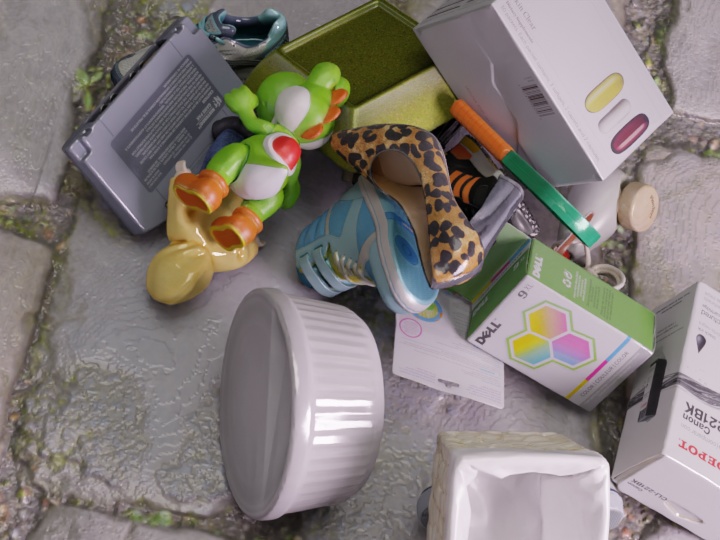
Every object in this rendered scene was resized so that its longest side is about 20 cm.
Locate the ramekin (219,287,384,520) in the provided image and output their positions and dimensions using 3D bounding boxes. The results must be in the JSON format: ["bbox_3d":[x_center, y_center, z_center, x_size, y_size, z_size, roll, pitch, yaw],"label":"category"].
[{"bbox_3d":[-0.051,0.117,1.369,0.093,0.203,0.204,3,56,-22],"label":"ramekin"}]

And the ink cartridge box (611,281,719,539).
[{"bbox_3d":[0.332,0.137,1.470,0.143,0.084,0.201,30,56,-14],"label":"ink cartridge box"}]

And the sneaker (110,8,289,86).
[{"bbox_3d":[-0.167,-0.234,1.633,0.198,0.087,0.078,-16,60,-20],"label":"sneaker"}]

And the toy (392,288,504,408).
[{"bbox_3d":[0.080,0.049,1.517,0.114,0.047,0.201,18,47,-13],"label":"toy"}]

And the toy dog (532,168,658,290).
[{"bbox_3d":[0.214,-0.057,1.564,0.131,0.097,0.200,-1,35,31],"label":"toy dog"}]

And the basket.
[{"bbox_3d":[0.124,0.238,1.312,0.134,0.123,0.203,2,97,-10],"label":"basket"}]

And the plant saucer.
[{"bbox_3d":[0.008,-0.205,1.595,0.199,0.048,0.199,-30,48,-23],"label":"plant saucer"}]

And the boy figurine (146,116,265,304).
[{"bbox_3d":[-0.143,-0.047,1.521,0.124,0.064,0.202,39,61,-33],"label":"boy figurine"}]

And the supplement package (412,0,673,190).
[{"bbox_3d":[0.176,-0.194,1.511,0.111,0.155,0.201,-42,107,-21],"label":"supplement package"}]

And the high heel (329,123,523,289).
[{"bbox_3d":[0.033,-0.061,1.414,0.198,0.072,0.143,22,50,20],"label":"high heel"}]

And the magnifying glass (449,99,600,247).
[{"bbox_3d":[0.157,-0.095,1.498,0.022,0.080,0.200,-46,65,4],"label":"magnifying glass"}]

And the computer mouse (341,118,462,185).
[{"bbox_3d":[0.008,-0.144,1.622,0.198,0.046,0.141,21,64,26],"label":"computer mouse"}]

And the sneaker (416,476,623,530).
[{"bbox_3d":[0.141,0.204,1.427,0.198,0.073,0.071,4,47,-19],"label":"sneaker"}]

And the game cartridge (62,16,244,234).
[{"bbox_3d":[-0.194,-0.138,1.552,0.134,0.040,0.201,50,58,-23],"label":"game cartridge"}]

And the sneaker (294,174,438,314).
[{"bbox_3d":[0.000,0.000,1.484,0.079,0.130,0.201,41,21,-30],"label":"sneaker"}]

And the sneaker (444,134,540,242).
[{"bbox_3d":[0.110,-0.062,1.547,0.090,0.070,0.200,-34,28,3],"label":"sneaker"}]

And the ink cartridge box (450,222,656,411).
[{"bbox_3d":[0.169,0.040,1.472,0.199,0.104,0.060,31,40,-12],"label":"ink cartridge box"}]

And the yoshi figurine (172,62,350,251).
[{"bbox_3d":[-0.092,-0.120,1.496,0.111,0.113,0.200,34,69,15],"label":"yoshi figurine"}]
